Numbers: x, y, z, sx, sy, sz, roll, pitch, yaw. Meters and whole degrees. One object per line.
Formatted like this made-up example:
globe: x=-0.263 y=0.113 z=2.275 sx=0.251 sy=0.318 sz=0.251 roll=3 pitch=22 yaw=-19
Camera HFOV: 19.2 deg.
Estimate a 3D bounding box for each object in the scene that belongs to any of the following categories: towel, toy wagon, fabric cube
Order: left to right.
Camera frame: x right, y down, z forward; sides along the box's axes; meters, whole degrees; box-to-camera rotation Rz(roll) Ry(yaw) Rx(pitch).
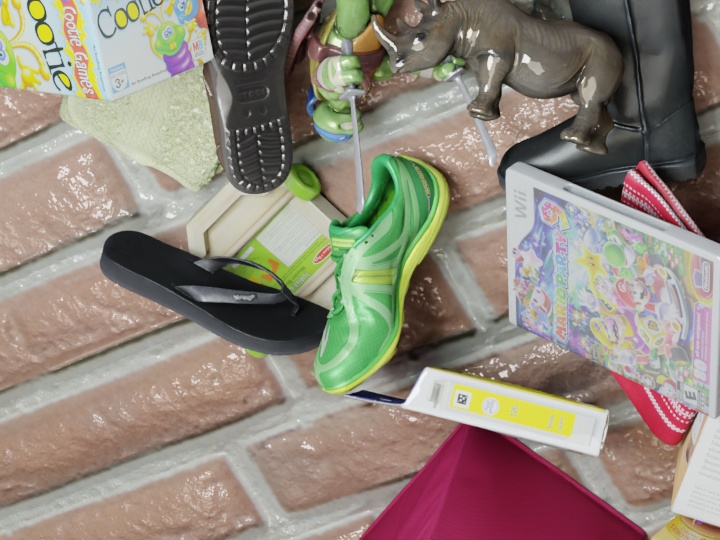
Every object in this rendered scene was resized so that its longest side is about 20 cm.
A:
towel: x=-0.149 y=-0.169 z=1.689 sx=0.148 sy=0.037 sz=0.201 roll=24 pitch=120 yaw=-2
toy wagon: x=-0.050 y=0.007 z=1.758 sx=0.200 sy=0.040 sz=0.155 roll=42 pitch=119 yaw=-11
fabric cube: x=0.099 y=0.283 z=1.779 sx=0.196 sy=0.200 sz=0.200 roll=34 pitch=120 yaw=-7
towel: x=0.225 y=0.030 z=1.628 sx=0.145 sy=0.022 sz=0.201 roll=56 pitch=154 yaw=28

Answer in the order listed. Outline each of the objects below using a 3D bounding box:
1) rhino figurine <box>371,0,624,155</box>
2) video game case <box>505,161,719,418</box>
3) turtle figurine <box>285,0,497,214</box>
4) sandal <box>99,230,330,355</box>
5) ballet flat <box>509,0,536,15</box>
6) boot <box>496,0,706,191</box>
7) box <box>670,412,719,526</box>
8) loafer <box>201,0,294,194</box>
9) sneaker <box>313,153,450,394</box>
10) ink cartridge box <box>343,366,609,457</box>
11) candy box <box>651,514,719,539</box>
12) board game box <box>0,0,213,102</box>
rhino figurine: x=0.100 y=-0.152 z=1.534 sx=0.199 sy=0.060 sz=0.088 roll=16 pitch=88 yaw=-11
video game case: x=0.190 y=0.014 z=1.590 sx=0.199 sy=0.018 sz=0.144 roll=26 pitch=134 yaw=37
turtle figurine: x=0.031 y=-0.171 z=1.587 sx=0.143 sy=0.200 sz=0.195 roll=-6 pitch=118 yaw=-23
sandal: x=-0.114 y=0.014 z=1.709 sx=0.199 sy=0.076 sz=0.043 roll=21 pitch=122 yaw=1
ballet flat: x=0.098 y=-0.260 z=1.560 sx=0.071 sy=0.072 sz=0.201 roll=11 pitch=116 yaw=7
boot: x=0.170 y=-0.162 z=1.599 sx=0.164 sy=0.066 sz=0.201 roll=-7 pitch=118 yaw=10
box: x=0.323 y=0.083 z=1.645 sx=0.106 sy=0.152 sz=0.201 roll=17 pitch=120 yaw=4
loafer: x=-0.095 y=-0.161 z=1.620 sx=0.073 sy=0.071 sz=0.202 roll=-5 pitch=105 yaw=-21
sneaker: x=0.000 y=0.000 z=1.670 sx=0.083 sy=0.201 sz=0.074 roll=29 pitch=165 yaw=-33
ink cartridge box: x=0.094 y=0.104 z=1.693 sx=0.199 sy=0.198 sz=0.047 roll=16 pitch=89 yaw=4
candy box: x=0.342 y=0.222 z=1.680 sx=0.199 sy=0.116 sz=0.057 roll=10 pitch=129 yaw=54
board game box: x=-0.219 y=-0.197 z=1.594 sx=0.199 sy=0.105 sz=0.104 roll=11 pitch=119 yaw=46
